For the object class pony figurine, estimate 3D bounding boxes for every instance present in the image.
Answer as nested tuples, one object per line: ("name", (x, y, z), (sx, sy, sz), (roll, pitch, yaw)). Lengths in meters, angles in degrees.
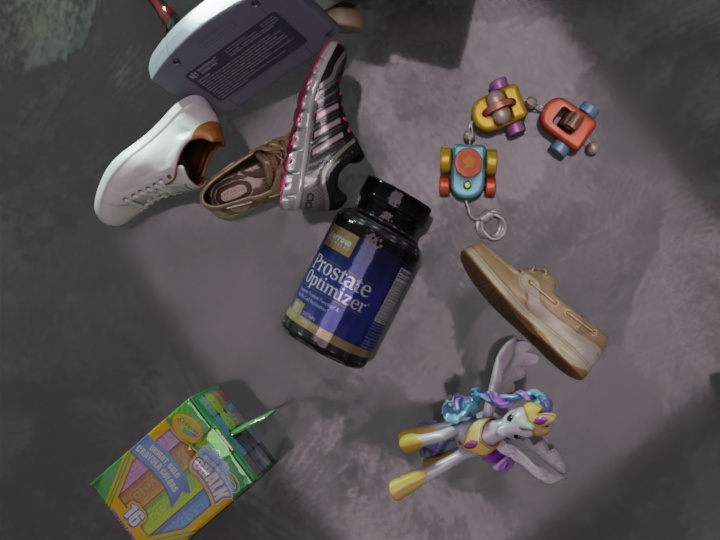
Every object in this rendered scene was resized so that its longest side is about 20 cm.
("pony figurine", (0.142, 0.178, 0.990), (0.198, 0.192, 0.169), (-25, 82, 24))

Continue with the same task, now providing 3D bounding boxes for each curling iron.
("curling iron", (-0.243, -0.305, 1.107), (0.200, 0.026, 0.049), (49, 56, 2))

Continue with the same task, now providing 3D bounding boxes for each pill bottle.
("pill bottle", (0.000, 0.000, 1.032), (0.111, 0.112, 0.202), (27, 91, 6))

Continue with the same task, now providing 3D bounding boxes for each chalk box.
("chalk box", (-0.184, 0.219, 1.039), (0.199, 0.124, 0.124), (-41, 85, 2))

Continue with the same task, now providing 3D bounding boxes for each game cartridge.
("game cartridge", (-0.138, -0.257, 1.020), (0.198, 0.133, 0.041), (-29, 63, 22))

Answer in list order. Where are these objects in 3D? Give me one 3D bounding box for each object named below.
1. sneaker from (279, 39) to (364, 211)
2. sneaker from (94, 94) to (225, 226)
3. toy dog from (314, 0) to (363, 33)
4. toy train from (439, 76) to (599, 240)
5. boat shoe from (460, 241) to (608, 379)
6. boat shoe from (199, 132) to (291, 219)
("sneaker", (-0.034, -0.158, 1.021), (0.086, 0.074, 0.204), (13, 84, -11))
("sneaker", (-0.238, -0.110, 1.058), (0.200, 0.072, 0.085), (-44, 63, 18))
("toy dog", (-0.078, -0.336, 1.058), (0.197, 0.096, 0.134), (-16, 86, 5))
("toy train", (0.181, -0.142, 1.046), (0.150, 0.056, 0.201), (42, 92, 6))
("boat shoe", (0.202, 0.034, 1.036), (0.069, 0.074, 0.200), (-44, 86, -9))
("boat shoe", (-0.099, -0.120, 1.069), (0.198, 0.065, 0.072), (-30, 86, 4))
